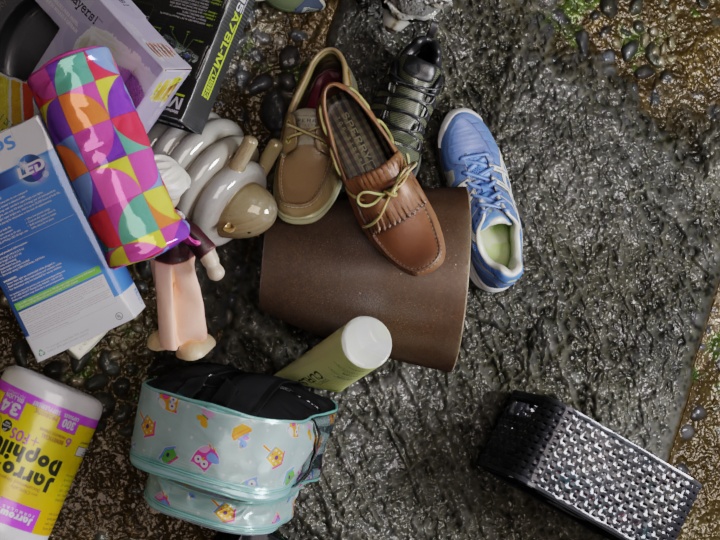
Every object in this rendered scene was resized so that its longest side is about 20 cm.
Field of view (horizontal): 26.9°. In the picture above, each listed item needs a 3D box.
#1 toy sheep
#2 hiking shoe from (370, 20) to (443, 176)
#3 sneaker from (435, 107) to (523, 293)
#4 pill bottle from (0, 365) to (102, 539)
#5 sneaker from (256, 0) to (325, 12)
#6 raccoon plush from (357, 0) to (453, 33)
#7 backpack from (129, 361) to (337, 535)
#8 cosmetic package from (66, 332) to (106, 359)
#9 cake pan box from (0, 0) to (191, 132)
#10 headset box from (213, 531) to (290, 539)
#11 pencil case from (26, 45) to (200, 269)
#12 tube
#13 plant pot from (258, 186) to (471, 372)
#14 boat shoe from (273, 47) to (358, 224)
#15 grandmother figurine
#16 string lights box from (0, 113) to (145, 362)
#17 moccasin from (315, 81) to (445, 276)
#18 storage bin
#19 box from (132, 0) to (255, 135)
[{"bbox_3d":[-0.162,-0.099,1.480,0.200,0.138,0.138,36,79,23],"label":"toy sheep"},{"bbox_3d":[0.038,-0.165,1.511,0.075,0.101,0.201,15,48,1],"label":"hiking shoe"},{"bbox_3d":[0.135,-0.076,1.589,0.075,0.077,0.201,-18,93,-13],"label":"sneaker"},{"bbox_3d":[-0.332,0.200,1.448,0.104,0.104,0.201,24,84,-14],"label":"pill bottle"},{"bbox_3d":[-0.053,-0.360,1.548,0.089,0.067,0.201,16,86,-22],"label":"sneaker"},{"bbox_3d":[0.051,-0.337,1.535,0.096,0.134,0.201,4,89,-14],"label":"raccoon plush"},{"bbox_3d":[-0.129,0.166,1.435,0.175,0.200,0.154,16,87,12],"label":"backpack"},{"bbox_3d":[-0.316,-0.015,1.453,0.087,0.103,0.200,-46,103,-10],"label":"cosmetic package"},{"bbox_3d":[-0.276,-0.185,1.411,0.200,0.052,0.184,48,113,15],"label":"cake pan box"},{"bbox_3d":[-0.081,0.368,1.523,0.199,0.093,0.175,31,83,-14],"label":"headset box"},{"bbox_3d":[-0.219,-0.097,1.324,0.088,0.088,0.201,-25,95,-14],"label":"pencil case"},{"bbox_3d":[-0.024,0.093,1.486,0.052,0.200,0.058,-38,90,-24],"label":"tube"},{"bbox_3d":[0.000,0.000,1.513,0.199,0.187,0.188,5,89,-3],"label":"plant pot"},{"bbox_3d":[-0.049,-0.138,1.502,0.074,0.067,0.201,2,54,11],"label":"boat shoe"},{"bbox_3d":[-0.178,-0.015,1.416,0.061,0.121,0.201,-42,133,-51],"label":"grandmother figurine"},{"bbox_3d":[-0.286,-0.031,1.364,0.102,0.059,0.201,-24,97,6],"label":"string lights box"},{"bbox_3d":[0.019,-0.088,1.413,0.073,0.078,0.202,-23,79,3],"label":"moccasin"},{"bbox_3d":[0.239,0.216,1.587,0.199,0.135,0.094,30,83,-13],"label":"storage bin"},{"bbox_3d":[-0.206,-0.247,1.453,0.199,0.047,0.194,17,85,27],"label":"box"}]
